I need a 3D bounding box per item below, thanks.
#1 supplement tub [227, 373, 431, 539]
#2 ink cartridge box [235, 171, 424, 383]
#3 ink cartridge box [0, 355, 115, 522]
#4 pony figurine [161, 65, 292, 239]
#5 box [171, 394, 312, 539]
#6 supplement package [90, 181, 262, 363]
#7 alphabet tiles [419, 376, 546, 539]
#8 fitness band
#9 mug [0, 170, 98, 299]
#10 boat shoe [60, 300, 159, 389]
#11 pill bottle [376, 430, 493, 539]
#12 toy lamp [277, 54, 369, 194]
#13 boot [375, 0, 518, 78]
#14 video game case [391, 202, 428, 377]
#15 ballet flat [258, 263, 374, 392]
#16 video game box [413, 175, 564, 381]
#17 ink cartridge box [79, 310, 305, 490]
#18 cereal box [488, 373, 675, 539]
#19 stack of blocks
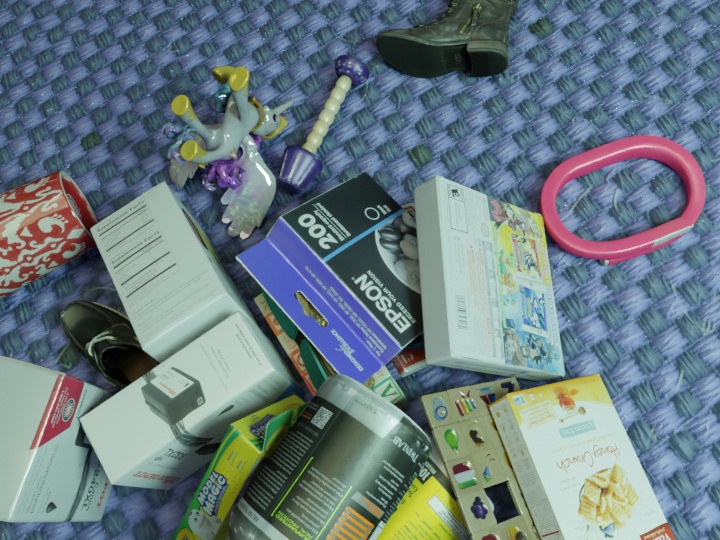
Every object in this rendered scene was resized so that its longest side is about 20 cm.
[{"bbox_3d":[-0.035,0.207,0.618,0.122,0.123,0.200,32,73,18],"label":"supplement tub"},{"bbox_3d":[0.000,0.000,0.752,0.198,0.043,0.200,46,53,12],"label":"ink cartridge box"},{"bbox_3d":[-0.334,0.190,0.738,0.083,0.200,0.146,11,72,9],"label":"ink cartridge box"},{"bbox_3d":[-0.170,-0.162,0.866,0.166,0.200,0.193,37,95,13],"label":"pony figurine"},{"bbox_3d":[-0.113,0.209,0.693,0.048,0.117,0.201,37,110,20],"label":"box"},{"bbox_3d":[-0.222,0.012,0.815,0.109,0.114,0.200,-33,58,-4],"label":"supplement package"},{"bbox_3d":[0.167,0.192,0.695,0.199,0.008,0.168,-4,63,-34],"label":"alphabet tiles"},{"bbox_3d":[0.318,-0.087,0.827,0.199,0.037,0.144,-20,65,0],"label":"fitness band"},{"bbox_3d":[-0.463,-0.057,0.889,0.199,0.134,0.178,-26,70,-5],"label":"mug"},{"bbox_3d":[-0.304,0.096,0.839,0.200,0.068,0.072,36,80,21],"label":"boat shoe"},{"bbox_3d":[0.030,0.271,0.695,0.200,0.113,0.112,-42,69,-8],"label":"pill bottle"},{"bbox_3d":[-0.052,-0.194,0.914,0.058,0.058,0.201,22,72,16],"label":"toy lamp"},{"bbox_3d":[0.132,-0.356,0.946,0.199,0.069,0.175,9,66,8],"label":"boot"},{"bbox_3d":[0.056,0.015,0.803,0.142,0.017,0.200,-18,64,-30],"label":"video game case"},{"bbox_3d":[-0.048,0.064,0.756,0.065,0.071,0.201,-19,68,-29],"label":"ballet flat"},{"bbox_3d":[0.143,0.013,0.750,0.182,0.047,0.201,13,64,-34],"label":"video game box"},{"bbox_3d":[-0.178,0.151,0.755,0.200,0.145,0.084,-34,69,-5],"label":"ink cartridge box"},{"bbox_3d":[0.227,0.213,0.687,0.143,0.040,0.201,-5,63,-33],"label":"cereal box"},{"bbox_3d":[-0.024,0.087,0.801,0.115,0.059,0.200,-33,68,-4],"label":"stack of blocks"}]
